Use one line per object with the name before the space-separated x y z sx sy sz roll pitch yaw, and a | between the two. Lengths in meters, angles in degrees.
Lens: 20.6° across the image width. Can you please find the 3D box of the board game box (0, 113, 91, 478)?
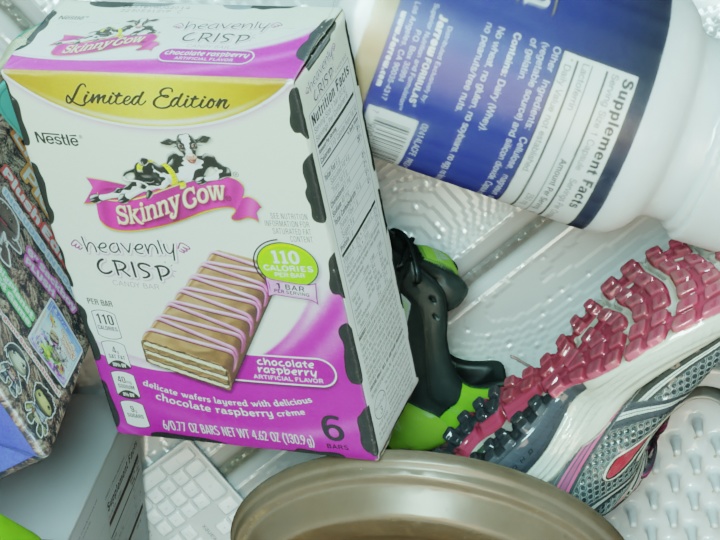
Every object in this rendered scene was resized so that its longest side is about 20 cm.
board game box | -0.212 0.027 0.904 0.159 0.200 0.097 -25 112 15

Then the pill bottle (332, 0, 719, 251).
pill bottle | 0.082 -0.084 0.876 0.199 0.116 0.116 19 115 -5

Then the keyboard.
keyboard | -0.050 0.176 1.064 0.056 0.011 0.200 -34 108 18

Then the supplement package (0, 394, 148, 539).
supplement package | -0.219 0.142 0.977 0.198 0.156 0.112 2 117 7

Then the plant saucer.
plant saucer | 0.034 0.151 0.947 0.198 0.030 0.201 7 143 5

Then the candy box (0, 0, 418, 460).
candy box | -0.060 -0.015 0.858 0.135 0.061 0.201 4 128 22

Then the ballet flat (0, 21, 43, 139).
ballet flat | -0.097 -0.036 0.942 0.067 0.063 0.201 -15 120 34

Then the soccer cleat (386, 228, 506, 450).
soccer cleat | 0.000 0.000 0.955 0.081 0.068 0.201 -32 115 7

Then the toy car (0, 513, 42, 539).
toy car | -0.251 0.158 0.787 0.164 0.158 0.200 35 126 -25

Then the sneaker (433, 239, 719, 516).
sneaker | 0.122 0.059 0.930 0.075 0.081 0.200 40 114 -19

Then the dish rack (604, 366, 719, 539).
dish rack | 0.159 0.148 1.016 0.171 0.044 0.200 42 111 -13
